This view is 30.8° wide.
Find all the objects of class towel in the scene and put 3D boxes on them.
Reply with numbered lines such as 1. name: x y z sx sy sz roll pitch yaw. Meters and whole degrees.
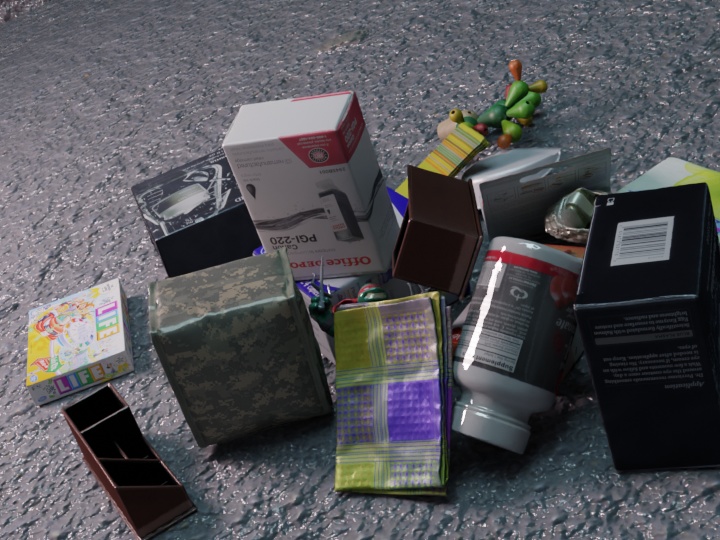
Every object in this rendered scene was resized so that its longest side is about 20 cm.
1. towel: 0.029 0.125 1.327 0.143 0.202 0.023 -5 -9 35
2. towel: 0.087 -0.116 1.769 0.200 0.018 0.086 -46 27 2

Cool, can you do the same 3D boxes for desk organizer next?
1. desk organizer: -0.260 0.208 1.446 0.071 0.077 0.200 -29 32 -18
2. desk organizer: 0.080 -0.047 1.416 0.076 0.072 0.200 15 20 -4

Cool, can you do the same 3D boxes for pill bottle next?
1. pill bottle: 0.154 0.076 1.315 0.110 0.110 0.201 13 83 43

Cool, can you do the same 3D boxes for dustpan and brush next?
1. dustpan and brush: 0.164 -0.103 1.750 0.199 0.058 0.139 -26 17 -27

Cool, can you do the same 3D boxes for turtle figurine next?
1. turtle figurine: 0.026 0.067 1.439 0.149 0.101 0.201 -15 56 -3

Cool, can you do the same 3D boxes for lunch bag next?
1. lunch bag: -0.128 0.095 1.436 0.163 0.201 0.118 -15 34 -1

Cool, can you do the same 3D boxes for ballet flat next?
1. ballet flat: 0.277 -0.068 1.491 0.072 0.072 0.199 -37 27 -29

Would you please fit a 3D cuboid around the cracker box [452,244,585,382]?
1. cracker box: 0.196 0.048 1.470 0.133 0.058 0.200 5 39 35

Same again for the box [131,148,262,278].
1. box: -0.195 -0.070 1.823 0.199 0.125 0.197 -24 32 -9

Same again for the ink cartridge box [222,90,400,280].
1. ink cartridge box: -0.052 -0.091 1.487 0.145 0.201 0.085 -5 39 21

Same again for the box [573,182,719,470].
1. box: 0.292 0.053 1.264 0.117 0.201 0.197 -6 32 22

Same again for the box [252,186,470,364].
1. box: 0.000 0.000 1.613 0.199 0.105 0.184 -29 32 -18

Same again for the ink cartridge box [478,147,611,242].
1. ink cartridge box: 0.223 -0.104 1.583 0.161 0.200 0.057 -16 64 5

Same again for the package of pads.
1. package of pads: 0.382 -0.056 1.525 0.154 0.069 0.200 -32 33 -21

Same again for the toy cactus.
1. toy cactus: 0.176 -0.225 1.894 0.164 0.103 0.200 -12 23 44

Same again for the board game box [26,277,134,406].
1. board game box: -0.375 0.092 1.743 0.134 0.034 0.200 -20 30 -3
